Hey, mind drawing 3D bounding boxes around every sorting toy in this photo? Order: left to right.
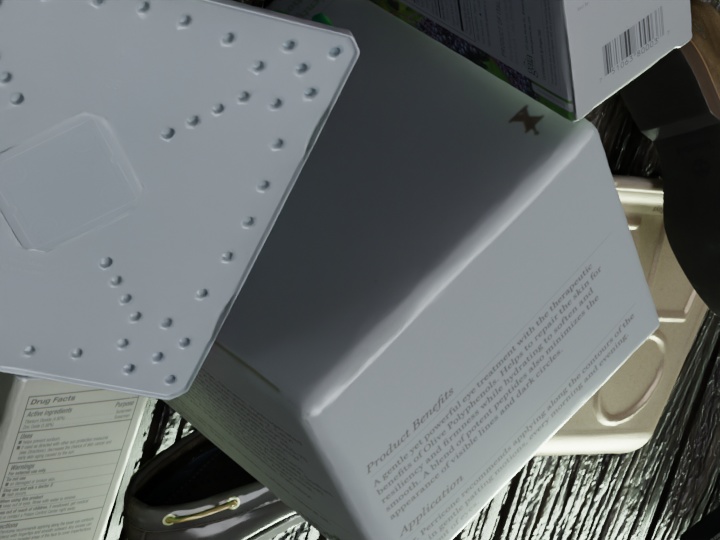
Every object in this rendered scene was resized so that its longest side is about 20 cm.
[{"bbox_3d":[0.147,0.027,1.740,0.185,0.036,0.200,2,119,-50],"label":"sorting toy"}]

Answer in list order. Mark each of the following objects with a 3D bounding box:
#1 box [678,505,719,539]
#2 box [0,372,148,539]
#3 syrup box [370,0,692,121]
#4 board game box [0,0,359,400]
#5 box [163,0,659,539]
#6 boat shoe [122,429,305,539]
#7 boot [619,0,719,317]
[{"bbox_3d":[0.335,0.174,2.006,0.160,0.044,0.200,-39,148,17],"label":"box"},{"bbox_3d":[-0.180,0.117,1.391,0.095,0.078,0.200,-2,118,-48],"label":"box"},{"bbox_3d":[0.055,-0.158,1.344,0.079,0.200,0.081,-36,138,-25],"label":"syrup box"},{"bbox_3d":[-0.128,-0.043,1.213,0.200,0.026,0.200,12,121,-29],"label":"board game box"},{"bbox_3d":[0.000,0.000,1.405,0.199,0.200,0.171,-44,144,-15],"label":"box"},{"bbox_3d":[-0.041,0.096,1.540,0.201,0.072,0.061,-33,142,-24],"label":"boat shoe"},{"bbox_3d":[0.211,-0.063,1.663,0.075,0.074,0.200,-43,119,-48],"label":"boot"}]
